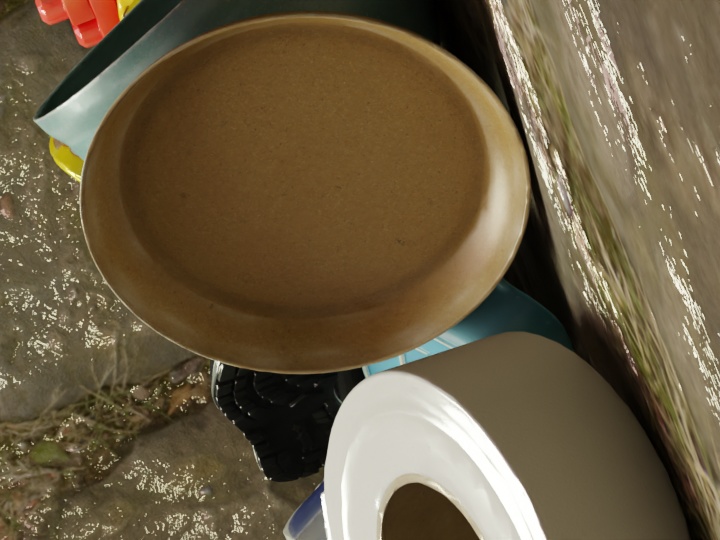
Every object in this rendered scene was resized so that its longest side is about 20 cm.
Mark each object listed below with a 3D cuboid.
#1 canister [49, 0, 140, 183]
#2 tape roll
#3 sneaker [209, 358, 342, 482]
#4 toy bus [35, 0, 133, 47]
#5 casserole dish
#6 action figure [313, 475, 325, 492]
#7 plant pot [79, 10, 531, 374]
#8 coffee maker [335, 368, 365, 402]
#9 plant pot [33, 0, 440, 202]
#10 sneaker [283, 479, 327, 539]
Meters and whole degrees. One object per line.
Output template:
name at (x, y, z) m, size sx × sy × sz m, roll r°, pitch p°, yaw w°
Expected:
canister at (-0.094, -0.136, 1.401) m, size 0.087 × 0.200 × 0.149 m, roll 31°, pitch -173°, yaw -11°
tape roll at (0.063, 0.131, 1.099) m, size 0.202 × 0.071 × 0.203 m, roll 36°, pitch 135°, yaw 47°
sneaker at (-0.052, 0.035, 1.283) m, size 0.200 × 0.076 × 0.088 m, roll 85°, pitch 162°, yaw -62°
toy bus at (-0.113, -0.186, 1.604) m, size 0.200 × 0.192 × 0.136 m, roll -117°, pitch 8°, yaw -49°
casserole dish at (0.047, 0.046, 1.226) m, size 0.121 × 0.039 × 0.200 m, roll 27°, pitch 162°, yaw 17°
action figure at (0.042, 0.133, 1.709) m, size 0.200 × 0.105 × 0.193 m, roll 63°, pitch 147°, yaw 20°
plant pot at (-0.025, -0.037, 1.098) m, size 0.027 × 0.200 × 0.200 m, roll -94°, pitch -12°, yaw -52°
coffee maker at (0.000, 0.000, 1.399) m, size 0.200 × 0.135 × 0.192 m, roll 79°, pitch 168°, yaw -68°
plant pot at (-0.039, -0.093, 1.177) m, size 0.134 × 0.200 × 0.200 m, roll 47°, pitch -179°, yaw -12°
sneaker at (0.032, 0.141, 1.303) m, size 0.115 × 0.081 × 0.199 m, roll 43°, pitch -176°, yaw 4°
